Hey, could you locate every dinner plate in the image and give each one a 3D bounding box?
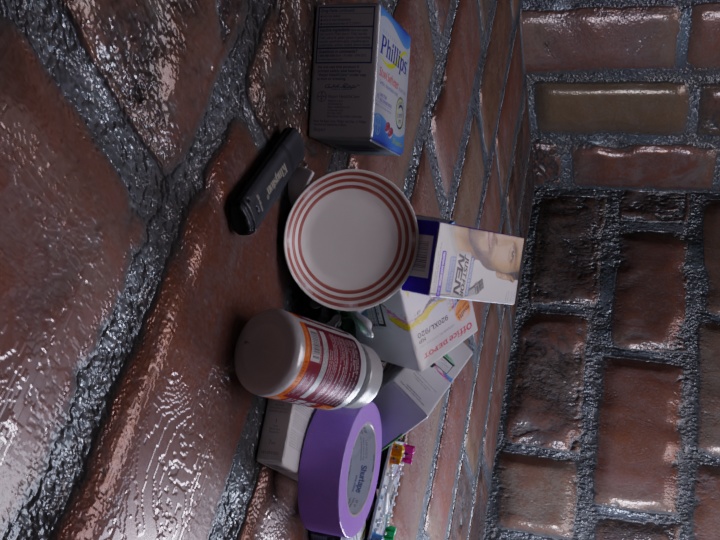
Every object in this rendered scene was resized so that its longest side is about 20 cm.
[{"bbox_3d":[-0.013,-0.043,1.217,0.024,0.199,0.201,-159,-111,-70],"label":"dinner plate"}]

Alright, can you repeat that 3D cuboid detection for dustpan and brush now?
[{"bbox_3d":[-0.019,0.041,1.300,0.057,0.200,0.140,-25,128,-23],"label":"dustpan and brush"}]

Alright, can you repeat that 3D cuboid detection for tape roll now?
[{"bbox_3d":[-0.027,0.292,1.284,0.200,0.065,0.201,6,90,-71],"label":"tape roll"}]

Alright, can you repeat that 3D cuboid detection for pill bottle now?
[{"bbox_3d":[-0.062,0.123,1.119,0.200,0.109,0.110,25,69,-51],"label":"pill bottle"}]

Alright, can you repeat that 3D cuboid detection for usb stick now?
[{"bbox_3d":[-0.117,-0.118,1.104,0.200,0.032,0.056,-64,153,-49],"label":"usb stick"}]

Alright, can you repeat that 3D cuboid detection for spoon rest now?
[{"bbox_3d":[-0.046,-0.087,1.271,0.200,0.099,0.061,34,81,-54],"label":"spoon rest"}]

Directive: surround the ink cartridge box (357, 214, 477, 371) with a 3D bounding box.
[{"bbox_3d":[0.075,0.031,1.377,0.147,0.144,0.201,-30,117,-32],"label":"ink cartridge box"}]

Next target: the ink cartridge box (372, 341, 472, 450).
[{"bbox_3d":[0.085,0.194,1.447,0.145,0.084,0.200,-45,179,40],"label":"ink cartridge box"}]

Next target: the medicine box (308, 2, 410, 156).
[{"bbox_3d":[0.003,-0.290,1.333,0.182,0.102,0.201,0,94,-72],"label":"medicine box"}]

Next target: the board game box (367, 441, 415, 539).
[{"bbox_3d":[0.059,0.420,1.596,0.200,0.026,0.201,49,54,-74],"label":"board game box"}]

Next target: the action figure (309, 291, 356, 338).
[{"bbox_3d":[-0.044,0.096,1.313,0.118,0.055,0.200,61,-9,21],"label":"action figure"}]

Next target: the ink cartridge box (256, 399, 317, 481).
[{"bbox_3d":[-0.082,0.214,1.266,0.200,0.044,0.177,57,41,-63],"label":"ink cartridge box"}]

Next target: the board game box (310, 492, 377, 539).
[{"bbox_3d":[-0.026,0.417,1.467,0.200,0.056,0.166,-53,141,-62],"label":"board game box"}]

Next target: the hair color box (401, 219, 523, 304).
[{"bbox_3d":[0.159,-0.011,1.304,0.199,0.065,0.110,6,93,-43],"label":"hair color box"}]

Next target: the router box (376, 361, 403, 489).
[{"bbox_3d":[0.028,0.278,1.595,0.150,0.062,0.201,-55,145,-57],"label":"router box"}]
